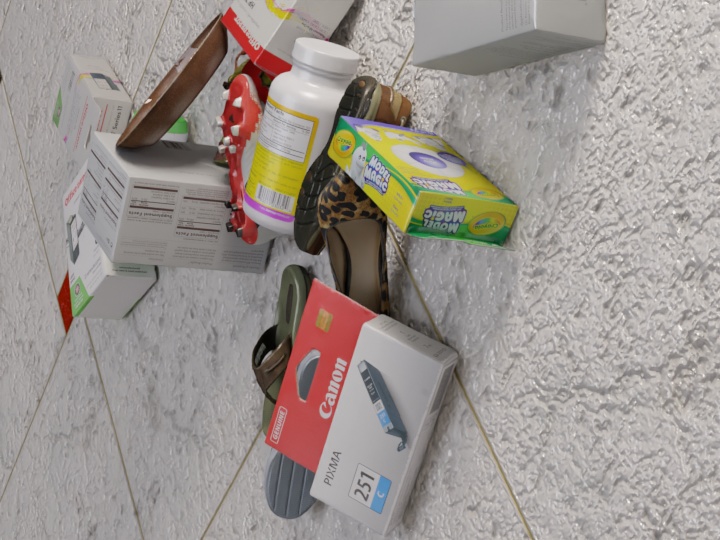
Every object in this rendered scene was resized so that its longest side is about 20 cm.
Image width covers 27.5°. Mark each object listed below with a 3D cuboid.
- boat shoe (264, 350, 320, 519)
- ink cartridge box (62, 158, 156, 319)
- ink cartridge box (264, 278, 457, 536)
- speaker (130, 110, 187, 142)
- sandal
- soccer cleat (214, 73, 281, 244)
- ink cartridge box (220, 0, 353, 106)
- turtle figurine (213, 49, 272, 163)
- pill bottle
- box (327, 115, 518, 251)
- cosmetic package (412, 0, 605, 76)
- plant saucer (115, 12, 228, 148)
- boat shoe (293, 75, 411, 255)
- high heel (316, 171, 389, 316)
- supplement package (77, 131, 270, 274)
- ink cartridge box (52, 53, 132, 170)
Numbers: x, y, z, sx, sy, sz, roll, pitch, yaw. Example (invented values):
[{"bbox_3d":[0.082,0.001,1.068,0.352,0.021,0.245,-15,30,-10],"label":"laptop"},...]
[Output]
[{"bbox_3d":[-0.058,0.175,1.624,0.062,0.071,0.203,-103,28,-74],"label":"boat shoe"},{"bbox_3d":[-0.371,-0.050,2.157,0.145,0.083,0.202,-42,51,50],"label":"ink cartridge box"},{"bbox_3d":[-0.012,0.136,1.471,0.175,0.045,0.202,26,113,21],"label":"ink cartridge box"},{"bbox_3d":[-0.291,-0.114,2.028,0.088,0.087,0.203,30,112,57],"label":"speaker"},{"bbox_3d":[-0.098,0.093,1.694,0.079,0.057,0.204,7,92,60],"label":"sandal"},{"bbox_3d":[-0.116,-0.129,1.697,0.068,0.084,0.203,29,125,58],"label":"soccer cleat"},{"bbox_3d":[-0.083,-0.291,1.651,0.201,0.067,0.116,-54,40,14],"label":"ink cartridge box"},{"bbox_3d":[-0.130,-0.207,1.758,0.199,0.064,0.164,10,86,58],"label":"turtle figurine"},{"bbox_3d":[-0.059,-0.147,1.611,0.104,0.103,0.202,42,121,53],"label":"pill bottle"},{"bbox_3d":[0.061,-0.079,1.382,0.200,0.116,0.049,50,126,49],"label":"box"},{"bbox_3d":[0.130,-0.246,1.322,0.199,0.080,0.115,0,86,61],"label":"cosmetic package"},{"bbox_3d":[-0.214,-0.215,1.737,0.201,0.037,0.201,-49,13,16],"label":"plant saucer"},{"bbox_3d":[-0.006,-0.102,1.539,0.202,0.073,0.076,-63,27,24],"label":"boat shoe"},{"bbox_3d":[0.000,0.000,1.474,0.201,0.070,0.144,81,-179,-62],"label":"high heel"},{"bbox_3d":[-0.222,-0.082,1.789,0.156,0.198,0.112,44,123,54],"label":"supplement package"},{"bbox_3d":[-0.408,-0.237,2.261,0.200,0.067,0.118,54,131,49],"label":"ink cartridge box"}]
